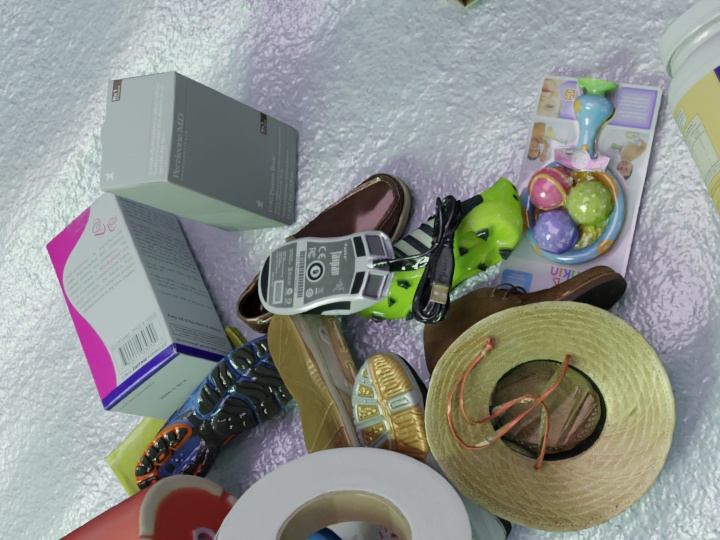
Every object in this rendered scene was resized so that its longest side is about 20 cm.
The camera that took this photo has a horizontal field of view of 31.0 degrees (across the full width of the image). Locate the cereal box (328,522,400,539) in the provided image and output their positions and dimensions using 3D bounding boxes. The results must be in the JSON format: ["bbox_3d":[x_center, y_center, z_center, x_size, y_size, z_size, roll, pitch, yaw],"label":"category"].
[{"bbox_3d":[-0.024,0.258,1.178,0.200,0.039,0.144,-28,70,22],"label":"cereal box"}]

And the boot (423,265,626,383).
[{"bbox_3d":[0.133,0.035,1.114,0.200,0.074,0.076,-31,58,28],"label":"boot"}]

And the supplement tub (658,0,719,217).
[{"bbox_3d":[0.324,-0.110,0.994,0.145,0.145,0.201,-28,70,21],"label":"supplement tub"}]

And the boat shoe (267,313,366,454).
[{"bbox_3d":[-0.017,0.116,1.155,0.074,0.069,0.201,-53,52,46],"label":"boat shoe"}]

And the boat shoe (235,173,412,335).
[{"bbox_3d":[-0.037,-0.013,1.211,0.202,0.075,0.075,-47,64,13],"label":"boat shoe"}]

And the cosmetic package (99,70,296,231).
[{"bbox_3d":[-0.148,-0.107,1.216,0.090,0.200,0.107,-3,81,28],"label":"cosmetic package"}]

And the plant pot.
[{"bbox_3d":[-0.183,0.286,1.149,0.177,0.200,0.201,-44,64,29],"label":"plant pot"}]

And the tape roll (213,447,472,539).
[{"bbox_3d":[-0.013,0.220,0.996,0.202,0.037,0.203,-6,39,5],"label":"tape roll"}]

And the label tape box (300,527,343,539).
[{"bbox_3d":[-0.049,0.320,1.033,0.143,0.066,0.200,32,88,40],"label":"label tape box"}]

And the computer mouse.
[{"bbox_3d":[0.000,0.000,1.133,0.199,0.044,0.110,-7,71,31],"label":"computer mouse"}]

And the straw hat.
[{"bbox_3d":[0.152,0.111,1.075,0.200,0.085,0.202,0,95,1],"label":"straw hat"}]

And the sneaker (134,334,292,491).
[{"bbox_3d":[-0.136,0.130,1.225,0.200,0.078,0.075,-41,102,0],"label":"sneaker"}]

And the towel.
[{"bbox_3d":[-0.171,0.152,1.288,0.200,0.018,0.086,-46,63,14],"label":"towel"}]

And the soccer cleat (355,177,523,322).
[{"bbox_3d":[0.066,-0.015,1.168,0.200,0.068,0.081,-29,31,34],"label":"soccer cleat"}]

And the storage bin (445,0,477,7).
[{"bbox_3d":[0.115,-0.354,1.124,0.200,0.198,0.094,-27,52,21],"label":"storage bin"}]

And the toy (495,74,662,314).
[{"bbox_3d":[0.182,-0.071,1.120,0.115,0.047,0.201,12,87,31],"label":"toy"}]

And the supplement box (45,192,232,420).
[{"bbox_3d":[-0.216,0.034,1.273,0.101,0.103,0.200,-37,61,20],"label":"supplement box"}]

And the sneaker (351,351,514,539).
[{"bbox_3d":[0.064,0.155,1.100,0.076,0.088,0.201,-21,95,43],"label":"sneaker"}]
